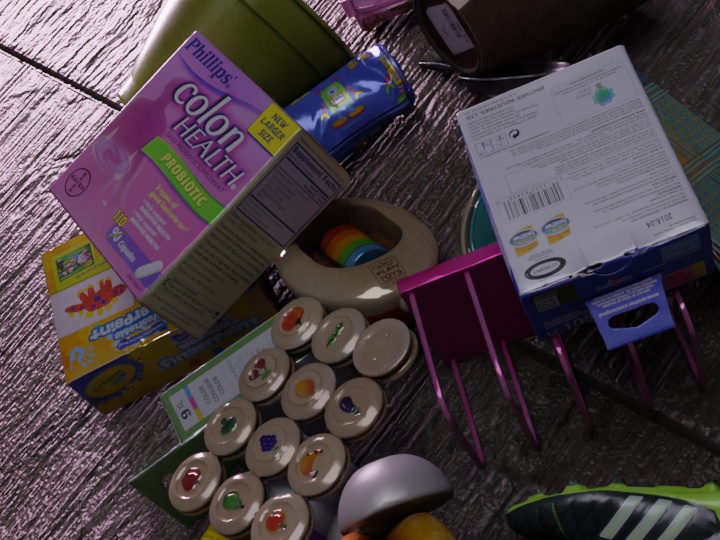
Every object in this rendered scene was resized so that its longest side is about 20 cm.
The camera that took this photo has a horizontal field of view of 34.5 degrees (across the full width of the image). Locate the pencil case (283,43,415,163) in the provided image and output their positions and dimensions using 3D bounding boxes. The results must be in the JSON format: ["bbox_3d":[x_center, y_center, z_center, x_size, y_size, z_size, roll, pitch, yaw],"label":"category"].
[{"bbox_3d":[-0.036,-0.138,1.149,0.200,0.078,0.087,-37,57,-3],"label":"pencil case"}]

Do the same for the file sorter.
[{"bbox_3d":[0.154,0.054,0.903,0.199,0.139,0.126,-21,55,9],"label":"file sorter"}]

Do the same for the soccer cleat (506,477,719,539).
[{"bbox_3d":[0.203,0.193,0.837,0.199,0.068,0.081,-5,69,20],"label":"soccer cleat"}]

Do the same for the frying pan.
[{"bbox_3d":[0.117,-0.185,1.116,0.189,0.031,0.115,2,18,31],"label":"frying pan"}]

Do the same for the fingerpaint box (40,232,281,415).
[{"bbox_3d":[-0.192,0.018,1.116,0.200,0.073,0.167,-27,52,4],"label":"fingerpaint box"}]

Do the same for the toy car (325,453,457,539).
[{"bbox_3d":[0.007,0.238,0.796,0.149,0.200,0.175,-16,67,-15],"label":"toy car"}]

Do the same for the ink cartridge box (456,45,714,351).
[{"bbox_3d":[0.162,-0.044,0.825,0.136,0.076,0.201,-22,55,10],"label":"ink cartridge box"}]

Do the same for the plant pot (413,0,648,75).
[{"bbox_3d":[0.153,-0.276,1.074,0.200,0.187,0.187,-39,51,-15],"label":"plant pot"}]

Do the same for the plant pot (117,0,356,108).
[{"bbox_3d":[-0.139,-0.208,1.187,0.193,0.200,0.200,-49,52,3],"label":"plant pot"}]

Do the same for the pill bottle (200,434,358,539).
[{"bbox_3d":[-0.077,0.229,0.905,0.104,0.104,0.200,17,67,31],"label":"pill bottle"}]

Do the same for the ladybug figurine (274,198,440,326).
[{"bbox_3d":[0.000,0.000,1.024,0.135,0.072,0.200,-24,31,-13],"label":"ladybug figurine"}]

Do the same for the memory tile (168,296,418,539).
[{"bbox_3d":[-0.053,0.112,0.878,0.153,0.017,0.200,16,67,44],"label":"memory tile"}]

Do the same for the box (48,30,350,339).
[{"bbox_3d":[-0.145,-0.077,1.029,0.200,0.097,0.176,-45,55,1],"label":"box"}]

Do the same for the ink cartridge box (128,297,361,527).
[{"bbox_3d":[-0.100,0.122,0.988,0.200,0.104,0.059,-36,51,-2],"label":"ink cartridge box"}]

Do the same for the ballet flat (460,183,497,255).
[{"bbox_3d":[0.129,-0.065,1.039,0.069,0.070,0.200,7,56,27],"label":"ballet flat"}]

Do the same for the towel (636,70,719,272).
[{"bbox_3d":[0.257,-0.089,0.949,0.200,0.022,0.146,43,45,21],"label":"towel"}]

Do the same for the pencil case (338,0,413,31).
[{"bbox_3d":[0.076,-0.317,1.220,0.199,0.087,0.083,-15,85,14],"label":"pencil case"}]
